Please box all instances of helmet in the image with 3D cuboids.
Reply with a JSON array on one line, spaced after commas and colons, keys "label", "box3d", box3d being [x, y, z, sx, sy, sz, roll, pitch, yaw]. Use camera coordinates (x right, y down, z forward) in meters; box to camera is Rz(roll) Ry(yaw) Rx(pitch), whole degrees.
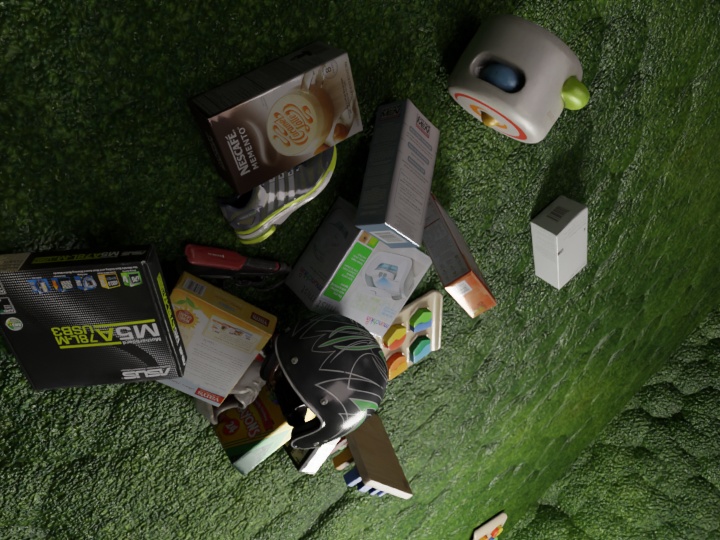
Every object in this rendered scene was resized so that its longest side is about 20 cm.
[{"label": "helmet", "box3d": [-0.052, 0.161, 0.826, 0.198, 0.201, 0.191, -1, 137, -39]}]

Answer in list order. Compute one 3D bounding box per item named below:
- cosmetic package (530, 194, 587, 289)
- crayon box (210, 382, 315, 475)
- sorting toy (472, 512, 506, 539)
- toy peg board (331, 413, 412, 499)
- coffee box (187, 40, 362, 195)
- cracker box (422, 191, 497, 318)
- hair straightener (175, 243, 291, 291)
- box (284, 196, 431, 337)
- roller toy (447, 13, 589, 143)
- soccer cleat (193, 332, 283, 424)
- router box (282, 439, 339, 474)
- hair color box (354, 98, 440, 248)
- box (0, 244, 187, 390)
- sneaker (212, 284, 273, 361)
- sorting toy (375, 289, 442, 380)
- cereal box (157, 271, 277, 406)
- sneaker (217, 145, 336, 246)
[{"label": "cosmetic package", "box3d": [0.479, -0.065, 1.281, 0.113, 0.081, 0.201, -40, 136, -12]}, {"label": "crayon box", "box3d": [-0.160, 0.243, 0.944, 0.199, 0.127, 0.051, -36, 137, -14]}, {"label": "sorting toy", "box3d": [0.513, 1.096, 2.173, 0.184, 0.036, 0.202, -15, 128, -31]}, {"label": "toy peg board", "box3d": [-0.005, 0.399, 1.147, 0.097, 0.200, 0.200, -36, 139, 10]}, {"label": "coffee box", "box3d": [-0.105, -0.201, 0.699, 0.199, 0.080, 0.115, -33, 135, -17]}, {"label": "cracker box", "box3d": [0.162, -0.030, 0.955, 0.057, 0.201, 0.134, -31, 140, 16]}, {"label": "hair straightener", "box3d": [-0.190, 0.000, 0.819, 0.199, 0.041, 0.077, 2, 144, -46]}, {"label": "box", "box3d": [0.000, 0.000, 0.923, 0.199, 0.097, 0.177, 28, 98, -47]}, {"label": "roller toy", "box3d": [0.235, -0.293, 0.842, 0.181, 0.200, 0.141, 28, 101, -23]}, {"label": "soccer cleat", "box3d": [-0.186, 0.187, 0.910, 0.199, 0.086, 0.070, -33, 136, -17]}, {"label": "router box", "box3d": [-0.079, 0.248, 0.997, 0.051, 0.149, 0.201, 30, 99, -46]}, {"label": "hair color box", "box3d": [0.060, -0.146, 0.822, 0.099, 0.060, 0.202, 27, 69, -47]}, {"label": "box", "box3d": [-0.338, 0.064, 0.667, 0.197, 0.048, 0.195, -4, 124, -5]}, {"label": "sneaker", "box3d": [-0.209, 0.088, 0.838, 0.084, 0.078, 0.200, -23, 138, 18]}, {"label": "sorting toy", "box3d": [0.099, 0.154, 1.159, 0.199, 0.036, 0.187, -25, 133, -23]}, {"label": "cereal box", "box3d": [-0.226, 0.106, 0.760, 0.143, 0.040, 0.200, 29, 127, -16]}, {"label": "sneaker", "box3d": [-0.115, -0.126, 0.756, 0.200, 0.074, 0.081, -46, 135, -5]}]
